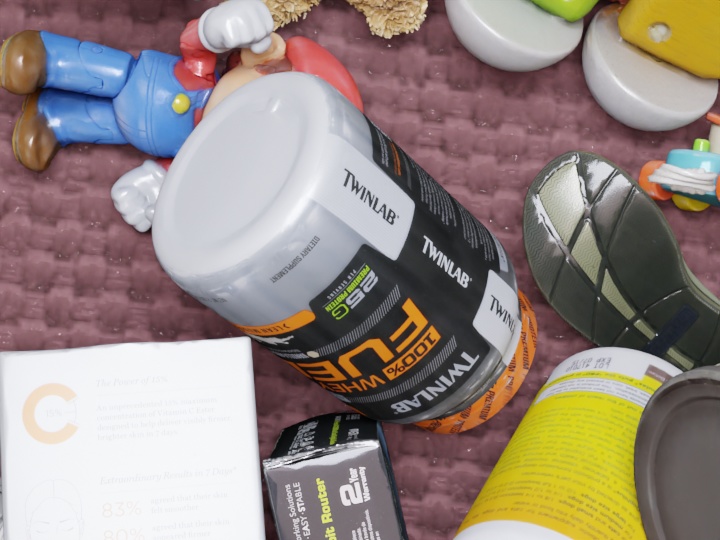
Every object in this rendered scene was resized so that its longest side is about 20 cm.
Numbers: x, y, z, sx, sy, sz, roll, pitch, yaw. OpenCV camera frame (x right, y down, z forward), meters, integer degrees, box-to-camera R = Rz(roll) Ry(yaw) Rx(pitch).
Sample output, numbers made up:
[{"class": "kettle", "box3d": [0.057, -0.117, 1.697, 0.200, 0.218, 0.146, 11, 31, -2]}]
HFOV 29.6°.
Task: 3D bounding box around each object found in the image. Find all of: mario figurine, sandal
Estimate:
[{"class": "mario figurine", "box3d": [-0.097, -0.084, 0.746, 0.198, 0.124, 0.107, 2, 78, 5]}, {"class": "sandal", "box3d": [0.161, 0.017, 0.777, 0.080, 0.057, 0.201, -40, 107, 11]}]

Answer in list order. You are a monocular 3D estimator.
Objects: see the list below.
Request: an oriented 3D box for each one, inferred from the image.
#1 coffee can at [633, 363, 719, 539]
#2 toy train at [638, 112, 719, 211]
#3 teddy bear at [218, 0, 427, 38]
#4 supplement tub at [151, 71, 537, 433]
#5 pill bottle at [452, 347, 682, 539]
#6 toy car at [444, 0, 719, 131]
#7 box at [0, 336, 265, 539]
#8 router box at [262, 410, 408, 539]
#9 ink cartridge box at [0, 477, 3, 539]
[{"class": "coffee can", "box3d": [0.248, 0.087, 0.624, 0.199, 0.146, 0.148, -17, 90, -25]}, {"class": "toy train", "box3d": [0.251, -0.050, 0.728, 0.198, 0.150, 0.056, 13, 89, 4]}, {"class": "teddy bear", "box3d": [-0.042, -0.201, 0.777, 0.198, 0.067, 0.146, -1, 82, 7]}, {"class": "supplement tub", "box3d": [0.000, 0.000, 0.704, 0.123, 0.122, 0.200, -52, 128, 0]}, {"class": "pill bottle", "box3d": [0.110, 0.138, 0.700, 0.108, 0.200, 0.110, 18, 132, 21]}, {"class": "toy car", "box3d": [0.149, -0.187, 0.730, 0.199, 0.175, 0.151, 20, 52, -15]}, {"class": "box", "box3d": [-0.110, 0.142, 0.681, 0.123, 0.098, 0.202, -3, 78, -7]}, {"class": "router box", "box3d": [0.003, 0.181, 0.728, 0.062, 0.150, 0.202, -13, 91, 1]}, {"class": "ink cartridge box", "box3d": [-0.224, 0.194, 0.763, 0.199, 0.084, 0.147, 24, 90, -1]}]
